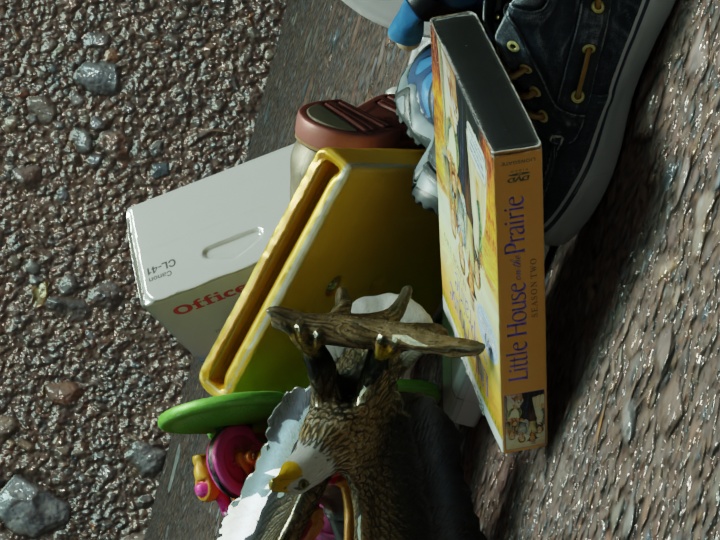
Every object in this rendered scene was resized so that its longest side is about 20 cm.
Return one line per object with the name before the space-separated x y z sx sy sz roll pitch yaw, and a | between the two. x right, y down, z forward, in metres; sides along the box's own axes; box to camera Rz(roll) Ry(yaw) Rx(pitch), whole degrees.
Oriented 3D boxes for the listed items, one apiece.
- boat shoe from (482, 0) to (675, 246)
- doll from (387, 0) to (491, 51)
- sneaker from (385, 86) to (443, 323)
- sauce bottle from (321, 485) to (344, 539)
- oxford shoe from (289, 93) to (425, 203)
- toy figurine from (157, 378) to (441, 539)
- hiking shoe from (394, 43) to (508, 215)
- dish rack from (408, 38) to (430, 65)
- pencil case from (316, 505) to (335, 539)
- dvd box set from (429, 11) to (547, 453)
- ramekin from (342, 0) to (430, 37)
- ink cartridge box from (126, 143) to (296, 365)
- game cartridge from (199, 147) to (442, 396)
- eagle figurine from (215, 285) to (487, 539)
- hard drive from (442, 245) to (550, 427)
boat shoe | 0.103 -0.111 1.404 0.071 0.091 0.200 -117 41 -58
doll | 0.077 -0.169 1.444 0.136 0.048 0.200 -44 -22 22
sneaker | 0.039 -0.040 1.765 0.075 0.087 0.200 122 160 -58
sauce bottle | -0.025 0.109 1.729 0.066 0.066 0.200 -90 -17 -60
oxford shoe | 0.021 -0.070 1.653 0.070 0.200 0.075 31 113 37
toy figurine | -0.026 0.173 1.565 0.150 0.200 0.184 -22 71 41
hiking shoe | 0.074 -0.099 1.557 0.087 0.074 0.200 -56 21 22
dish rack | 0.067 -0.166 1.900 0.200 0.044 0.172 -77 6 -45
pencil case | -0.028 0.154 1.883 0.200 0.091 0.094 153 96 -76
dvd box set | 0.070 -0.021 1.396 0.146 0.029 0.200 -109 12 -53
ramekin | 0.059 -0.259 1.673 0.094 0.202 0.202 -60 -11 -69
ink cartridge box | -0.056 0.007 1.782 0.200 0.148 0.086 53 -160 -57
game cartridge | 0.000 0.000 1.605 0.200 0.032 0.176 -5 -52 -58
eagle figurine | -0.010 0.115 1.445 0.152 0.151 0.200 37 132 57
hard drive | 0.092 -0.019 1.581 0.132 0.027 0.200 -87 14 -55
